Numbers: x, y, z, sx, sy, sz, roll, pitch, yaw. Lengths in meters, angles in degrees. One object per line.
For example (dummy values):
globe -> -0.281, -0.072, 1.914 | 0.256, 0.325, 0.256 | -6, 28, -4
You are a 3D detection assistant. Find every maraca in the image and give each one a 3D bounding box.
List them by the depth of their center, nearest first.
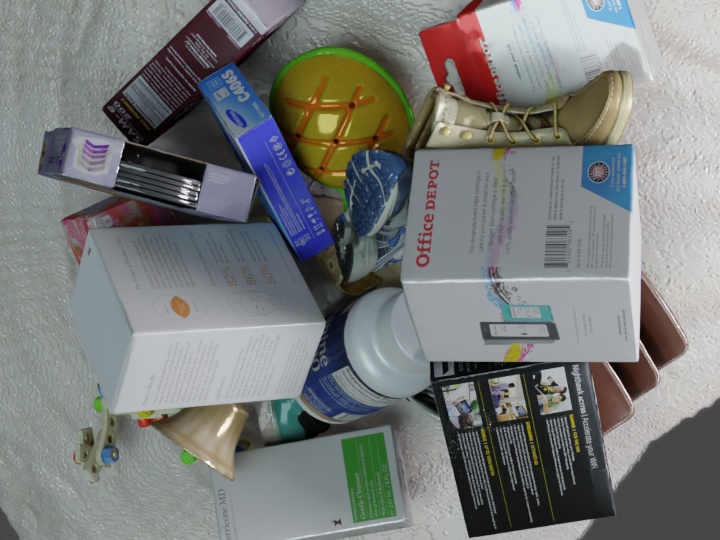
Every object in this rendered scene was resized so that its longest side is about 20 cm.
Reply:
maraca -> -0.005, -0.131, 1.676 | 0.137, 0.107, 0.200 | -28, 112, 24

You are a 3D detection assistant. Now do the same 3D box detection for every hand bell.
hand bell -> -0.119, 0.105, 1.756 | 0.104, 0.104, 0.200 | 33, 83, 4

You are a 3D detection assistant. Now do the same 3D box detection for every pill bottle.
pill bottle -> 0.016, 0.081, 1.711 | 0.111, 0.111, 0.200 | 51, 146, -6

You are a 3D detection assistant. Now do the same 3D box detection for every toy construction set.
toy construction set -> -0.229, 0.169, 1.894 | 0.199, 0.092, 0.131 | -11, 108, 12

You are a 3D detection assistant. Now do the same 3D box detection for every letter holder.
letter holder -> 0.213, 0.050, 1.678 | 0.142, 0.101, 0.200 | -37, 96, 26

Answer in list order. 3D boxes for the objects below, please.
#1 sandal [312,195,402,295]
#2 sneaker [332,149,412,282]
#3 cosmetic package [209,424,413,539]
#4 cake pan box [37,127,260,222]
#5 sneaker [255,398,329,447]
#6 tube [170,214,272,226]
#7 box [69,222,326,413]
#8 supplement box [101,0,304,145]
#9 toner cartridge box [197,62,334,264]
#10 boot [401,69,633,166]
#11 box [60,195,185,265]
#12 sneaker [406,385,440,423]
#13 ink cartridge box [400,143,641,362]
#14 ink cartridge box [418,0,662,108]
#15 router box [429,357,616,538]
sandal -> 0.002, -0.005, 1.744 | 0.211, 0.070, 0.078 | 31, 119, 5
sneaker -> 0.030, -0.061, 1.637 | 0.200, 0.085, 0.077 | 114, 142, -63
cosmetic package -> -0.052, 0.236, 1.810 | 0.199, 0.085, 0.108 | -12, 77, 5
cake pan box -> -0.208, -0.092, 1.638 | 0.184, 0.200, 0.052 | 13, 89, -19
sneaker -> -0.080, 0.088, 1.821 | 0.080, 0.071, 0.201 | -9, 104, 2
tube -> -0.168, -0.020, 1.735 | 0.052, 0.200, 0.058 | 64, 142, 37
box -> -0.160, 0.043, 1.647 | 0.200, 0.152, 0.106 | -3, 133, -27
supplement box -> -0.156, -0.213, 1.691 | 0.200, 0.109, 0.061 | -38, 95, 29
toner cartridge box -> -0.091, -0.102, 1.668 | 0.043, 0.095, 0.200 | -32, 140, -5
boot -> 0.141, -0.134, 1.553 | 0.155, 0.073, 0.200 | 19, 146, -19
box -> -0.223, 0.018, 1.794 | 0.103, 0.095, 0.200 | -3, 112, 60
sneaker -> 0.136, 0.153, 1.763 | 0.200, 0.071, 0.073 | 19, 117, 11
ink cartridge box -> 0.149, -0.014, 1.536 | 0.199, 0.147, 0.146 | 0, 148, 13
ink cartridge box -> 0.169, -0.211, 1.600 | 0.200, 0.067, 0.116 | -14, 108, 24
router box -> 0.157, 0.159, 1.632 | 0.149, 0.051, 0.200 | -10, 122, 8
